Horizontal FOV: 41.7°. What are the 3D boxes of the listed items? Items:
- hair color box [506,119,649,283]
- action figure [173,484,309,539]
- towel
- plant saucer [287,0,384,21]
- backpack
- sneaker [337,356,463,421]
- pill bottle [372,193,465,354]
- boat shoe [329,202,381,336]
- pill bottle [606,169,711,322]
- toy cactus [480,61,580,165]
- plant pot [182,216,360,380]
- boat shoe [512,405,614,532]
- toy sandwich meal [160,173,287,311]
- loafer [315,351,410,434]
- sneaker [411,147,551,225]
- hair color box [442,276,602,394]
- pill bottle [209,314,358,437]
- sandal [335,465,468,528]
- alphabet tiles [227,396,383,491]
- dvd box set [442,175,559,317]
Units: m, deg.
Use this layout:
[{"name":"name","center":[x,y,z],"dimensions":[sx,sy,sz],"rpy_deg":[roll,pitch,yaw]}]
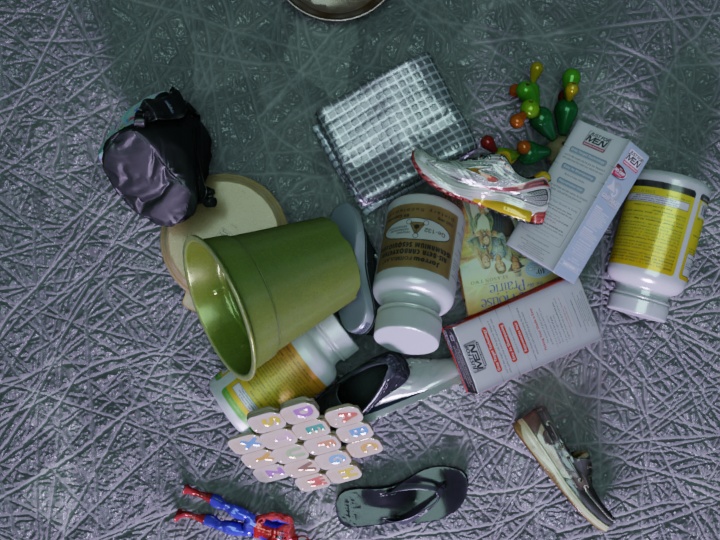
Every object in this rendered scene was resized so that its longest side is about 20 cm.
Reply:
[{"name":"hair color box","center":[0.297,-0.095,1.302],"dimensions":[0.060,0.099,0.201],"rpy_deg":[24,98,-43]},{"name":"action figure","center":[-0.167,0.368,1.346],"dimensions":[0.199,0.099,0.066],"rpy_deg":[17,90,-2]},{"name":"towel","center":[0.047,-0.197,1.358],"dimensions":[0.199,0.086,0.166],"rpy_deg":[-29,89,0]},{"name":"plant saucer","center":[-0.036,-0.462,1.387],"dimensions":[0.199,0.034,0.202],"rpy_deg":[0,90,1]},{"name":"backpack","center":[-0.279,-0.165,1.298],"dimensions":[0.126,0.200,0.167],"rpy_deg":[-24,120,13]},{"name":"sneaker","center":[0.065,0.155,1.362],"dimensions":[0.199,0.076,0.081],"rpy_deg":[-21,80,-2]},{"name":"pill bottle","center":[0.077,0.006,1.297],"dimensions":[0.113,0.115,0.201],"rpy_deg":[11,63,0]},{"name":"boat shoe","center":[0.002,-0.001,1.357],"dimensions":[0.073,0.068,0.201],"rpy_deg":[-35,56,34]},{"name":"pill bottle","center":[0.417,-0.034,1.343],"dimensions":[0.112,0.112,0.201],"rpy_deg":[16,89,0]},{"name":"toy cactus","center":[0.261,-0.195,1.355],"dimensions":[0.165,0.102,0.200],"rpy_deg":[51,59,-20]},{"name":"plant pot","center":[-0.107,0.017,1.255],"dimensions":[0.189,0.200,0.201],"rpy_deg":[-22,89,-24]},{"name":"boat shoe","center":[0.303,0.284,1.357],"dimensions":[0.065,0.073,0.200],"rpy_deg":[-40,89,4]},{"name":"toy sandwich meal","center":[-0.193,-0.038,1.366],"dimensions":[0.203,0.070,0.207],"rpy_deg":[0,86,-1]},{"name":"loafer","center":[-0.020,0.179,1.308],"dimensions":[0.200,0.070,0.068],"rpy_deg":[-40,71,18]},{"name":"sneaker","center":[0.164,-0.130,1.285],"dimensions":[0.199,0.078,0.083],"rpy_deg":[19,98,0]},{"name":"hair color box","center":[0.225,0.088,1.322],"dimensions":[0.199,0.061,0.102],"rpy_deg":[-21,90,-12]},{"name":"pill bottle","center":[-0.104,0.139,1.339],"dimensions":[0.200,0.111,0.111],"rpy_deg":[-38,89,-1]},{"name":"sandal","center":[0.063,0.337,1.370],"dimensions":[0.199,0.043,0.077],"rpy_deg":[-14,89,0]},{"name":"alphabet tiles","center":[-0.075,0.245,1.311],"dimensions":[0.194,0.015,0.201],"rpy_deg":[-17,133,12]},{"name":"dvd box set","center":[0.209,-0.029,1.383],"dimensions":[0.145,0.029,0.202],"rpy_deg":[-10,89,0]}]
